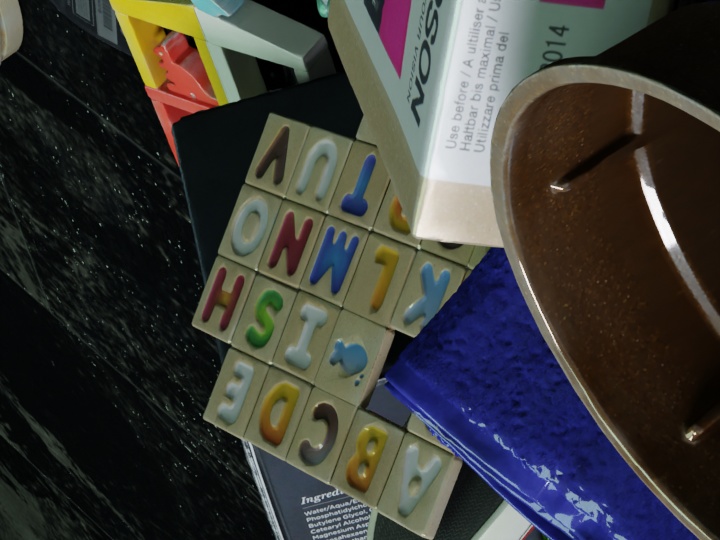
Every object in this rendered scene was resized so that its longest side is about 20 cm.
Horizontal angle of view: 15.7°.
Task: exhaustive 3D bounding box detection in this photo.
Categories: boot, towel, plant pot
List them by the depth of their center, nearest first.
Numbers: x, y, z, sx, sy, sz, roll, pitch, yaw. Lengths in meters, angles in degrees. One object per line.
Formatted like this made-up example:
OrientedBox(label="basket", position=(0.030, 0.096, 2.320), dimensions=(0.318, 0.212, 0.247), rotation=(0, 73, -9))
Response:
OrientedBox(label="plant pot", position=(0.175, -0.028, 0.756), dimensions=(0.200, 0.198, 0.200), rotation=(44, 158, 23))
OrientedBox(label="towel", position=(0.124, 0.012, 0.933), dimensions=(0.148, 0.200, 0.050), rotation=(40, 178, 22))
OrientedBox(label="boot", position=(0.097, 0.069, 1.045), dimensions=(0.072, 0.200, 0.144), rotation=(30, 173, 44))

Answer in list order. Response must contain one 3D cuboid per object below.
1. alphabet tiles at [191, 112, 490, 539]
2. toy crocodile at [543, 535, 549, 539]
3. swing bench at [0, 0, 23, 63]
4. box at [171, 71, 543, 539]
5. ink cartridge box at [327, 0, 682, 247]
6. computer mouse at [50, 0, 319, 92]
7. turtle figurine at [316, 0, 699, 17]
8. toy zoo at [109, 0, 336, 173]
OrientedBox(label="alphabet tiles", position=(0.000, 0.000, 1.056), dimensions=(0.008, 0.168, 0.200), rotation=(19, -178, -37))
OrientedBox(label="toy crocodile", position=(0.114, 0.147, 1.367), dimensions=(0.200, 0.062, 0.068), rotation=(-2, 122, 60))
OrientedBox(label="swing bench", position=(-0.342, -0.143, 1.672), dimensions=(0.200, 0.199, 0.130), rotation=(33, 152, 44))
OrientedBox(label="box", position=(0.001, 0.045, 1.236), dimensions=(0.197, 0.124, 0.200), rotation=(72, -178, -46))
OrientedBox(label="ink cartridge box", position=(0.051, -0.131, 0.844), dimensions=(0.165, 0.075, 0.201), rotation=(-109, 26, -60))
OrientedBox(label="computer mouse", position=(-0.089, -0.136, 1.366), dimensions=(0.200, 0.053, 0.139), rotation=(35, 153, 13))
OrientedBox(label="turtle figurine", position=(0.042, -0.128, 1.023), dimensions=(0.200, 0.101, 0.150), rotation=(37, 173, 2))
OrientedBox(label="toy zoo", position=(-0.055, -0.078, 1.325), dimensions=(0.131, 0.020, 0.200), rotation=(20, 146, 35))
